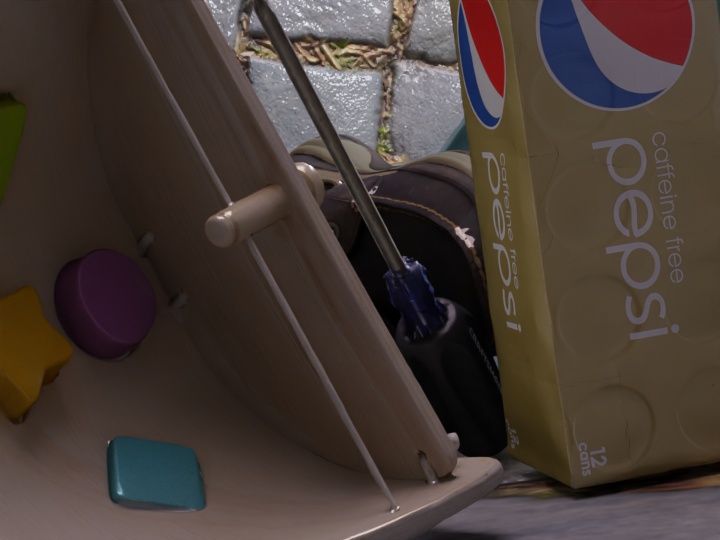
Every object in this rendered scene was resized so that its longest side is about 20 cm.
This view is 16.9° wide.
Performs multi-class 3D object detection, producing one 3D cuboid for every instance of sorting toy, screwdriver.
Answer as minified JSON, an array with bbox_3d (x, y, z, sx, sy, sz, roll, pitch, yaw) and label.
[{"bbox_3d":[-0.091,0.017,0.652,0.180,0.200,0.107,-28,-2,-41],"label":"sorting toy"},{"bbox_3d":[0.008,-0.014,0.739,0.028,0.200,0.029,10,49,36],"label":"screwdriver"}]

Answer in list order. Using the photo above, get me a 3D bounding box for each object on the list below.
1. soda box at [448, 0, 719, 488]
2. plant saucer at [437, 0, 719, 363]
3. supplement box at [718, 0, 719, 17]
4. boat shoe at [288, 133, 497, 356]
[{"bbox_3d":[0.072,-0.039,0.737,0.067,0.201,0.064,-9,6,-14],"label":"soda box"},{"bbox_3d":[0.092,-0.021,0.883,0.036,0.200,0.200,39,-23,-31],"label":"plant saucer"},{"bbox_3d":[0.165,-0.105,0.951,0.103,0.102,0.200,-10,9,-39],"label":"supplement box"},{"bbox_3d":[0.000,0.000,0.857,0.073,0.075,0.200,-22,14,-20],"label":"boat shoe"}]
